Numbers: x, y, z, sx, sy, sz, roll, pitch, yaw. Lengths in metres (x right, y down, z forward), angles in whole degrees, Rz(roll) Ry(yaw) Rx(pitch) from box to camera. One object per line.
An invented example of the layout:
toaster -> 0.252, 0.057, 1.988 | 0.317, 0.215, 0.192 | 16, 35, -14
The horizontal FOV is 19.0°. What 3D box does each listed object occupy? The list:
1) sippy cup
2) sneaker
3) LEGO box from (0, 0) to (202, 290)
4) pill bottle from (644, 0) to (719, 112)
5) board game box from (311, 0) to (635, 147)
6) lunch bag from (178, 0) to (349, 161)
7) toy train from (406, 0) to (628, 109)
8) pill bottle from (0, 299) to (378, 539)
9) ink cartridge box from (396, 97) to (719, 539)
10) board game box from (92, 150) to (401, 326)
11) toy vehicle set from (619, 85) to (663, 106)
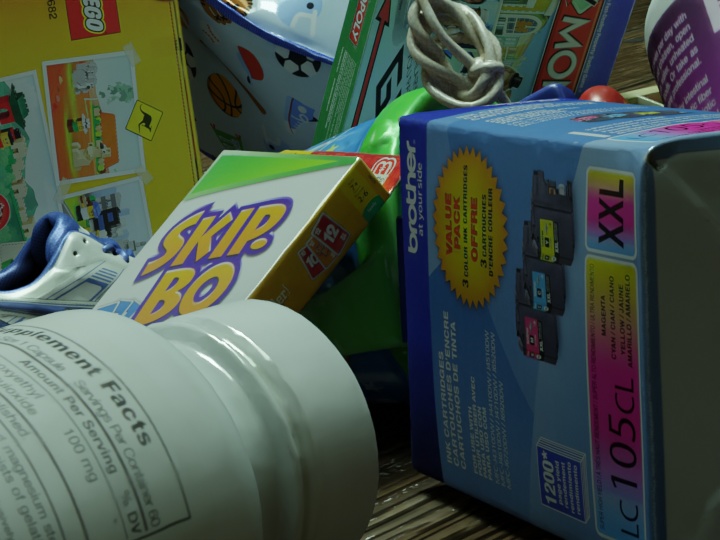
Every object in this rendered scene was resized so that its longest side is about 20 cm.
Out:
sippy cup -> 0.000, 0.000, 0.914 | 0.130, 0.140, 0.178 | -12, -24, 35
sneaker -> -0.116, 0.013, 1.006 | 0.199, 0.089, 0.075 | -12, 10, -30
LEGO box -> -0.160, -0.050, 1.062 | 0.148, 0.201, 0.077 | -13, 12, -28
pill bottle -> 0.179, -0.074, 0.868 | 0.112, 0.201, 0.112 | -12, -27, -6
board game box -> 0.046, -0.071, 1.003 | 0.134, 0.201, 0.029 | -1, 34, -26
lunch bag -> -0.022, -0.117, 1.129 | 0.199, 0.124, 0.170 | 20, -28, 10
toy train -> 0.084, -0.046, 0.870 | 0.084, 0.201, 0.116 | -28, -7, 25
pill bottle -> -0.092, 0.073, 0.603 | 0.114, 0.115, 0.199 | 3, 15, 43
ink cartridge box -> 0.075, 0.014, 0.737 | 0.076, 0.137, 0.200 | -6, 9, -23
board game box -> -0.068, 0.022, 0.805 | 0.095, 0.030, 0.200 | 7, 51, 53
toy vehicle set -> 0.197, -0.034, 0.977 | 0.199, 0.027, 0.124 | 26, 24, 28
